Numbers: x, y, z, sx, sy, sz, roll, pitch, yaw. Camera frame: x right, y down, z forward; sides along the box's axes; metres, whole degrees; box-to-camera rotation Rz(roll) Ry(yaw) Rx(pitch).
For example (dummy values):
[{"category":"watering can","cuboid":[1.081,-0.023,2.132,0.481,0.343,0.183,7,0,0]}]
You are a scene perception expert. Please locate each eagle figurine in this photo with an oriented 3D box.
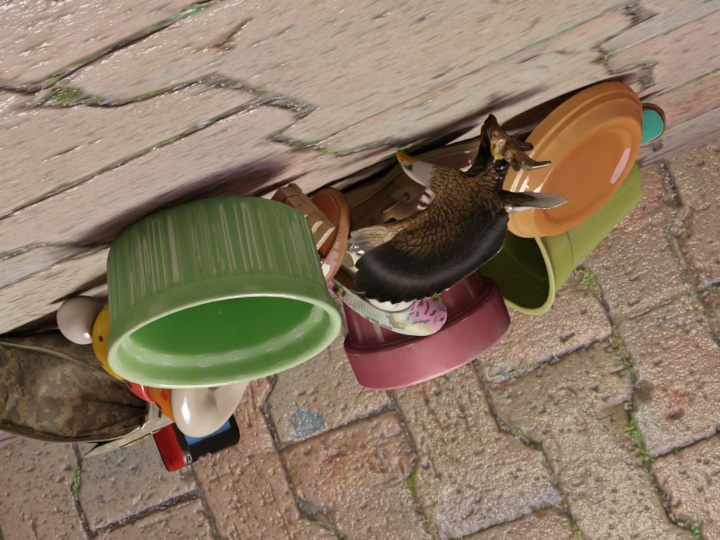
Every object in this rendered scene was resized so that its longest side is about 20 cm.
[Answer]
[{"category":"eagle figurine","cuboid":[0.082,-0.055,1.629,0.151,0.151,0.201,18,109,-54]}]

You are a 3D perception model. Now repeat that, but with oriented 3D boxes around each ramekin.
[{"category":"ramekin","cuboid":[-0.121,0.018,1.439,0.198,0.098,0.200,-10,157,-4]}]

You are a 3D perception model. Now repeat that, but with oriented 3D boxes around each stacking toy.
[{"category":"stacking toy","cuboid":[-0.215,0.072,1.680,0.199,0.147,0.146,14,-168,23]}]

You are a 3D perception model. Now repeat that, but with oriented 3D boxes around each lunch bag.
[{"category":"lunch bag","cuboid":[-0.282,0.135,1.839,0.198,0.119,0.164,10,-175,15]}]

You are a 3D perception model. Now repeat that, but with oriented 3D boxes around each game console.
[{"category":"game console","cuboid":[-0.217,0.132,2.084,0.118,0.201,0.172,-22,176,-18]}]

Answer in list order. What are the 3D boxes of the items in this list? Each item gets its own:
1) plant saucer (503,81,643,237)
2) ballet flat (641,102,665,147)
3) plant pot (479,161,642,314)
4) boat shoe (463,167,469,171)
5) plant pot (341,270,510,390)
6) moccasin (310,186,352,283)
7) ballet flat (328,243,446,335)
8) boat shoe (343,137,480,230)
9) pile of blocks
[{"category":"plant saucer","cuboid":[0.233,-0.111,1.822,0.199,0.037,0.201,-32,149,-21]},{"category":"ballet flat","cuboid":[0.287,-0.158,2.134,0.199,0.068,0.072,-27,-165,8]},{"category":"plant pot","cuboid":[0.228,-0.083,2.018,0.189,0.201,0.200,-34,-179,-22]},{"category":"boat shoe","cuboid":[0.082,-0.087,1.858,0.201,0.074,0.065,-29,-150,36]},{"category":"plant pot","cuboid":[0.055,0.016,2.007,0.199,0.180,0.200,-22,-167,6]},{"category":"moccasin","cuboid":[-0.081,-0.002,1.707,0.201,0.074,0.077,-46,150,25]},{"category":"ballet flat","cuboid":[0.000,0.000,1.749,0.069,0.199,0.071,-54,169,-24]},{"category":"boat shoe","cuboid":[0.056,-0.080,1.751,0.199,0.065,0.071,-26,175,40]},{"category":"pile of blocks","cuboid":[-0.121,-0.010,1.563,0.199,0.083,0.062,-24,176,28]}]
